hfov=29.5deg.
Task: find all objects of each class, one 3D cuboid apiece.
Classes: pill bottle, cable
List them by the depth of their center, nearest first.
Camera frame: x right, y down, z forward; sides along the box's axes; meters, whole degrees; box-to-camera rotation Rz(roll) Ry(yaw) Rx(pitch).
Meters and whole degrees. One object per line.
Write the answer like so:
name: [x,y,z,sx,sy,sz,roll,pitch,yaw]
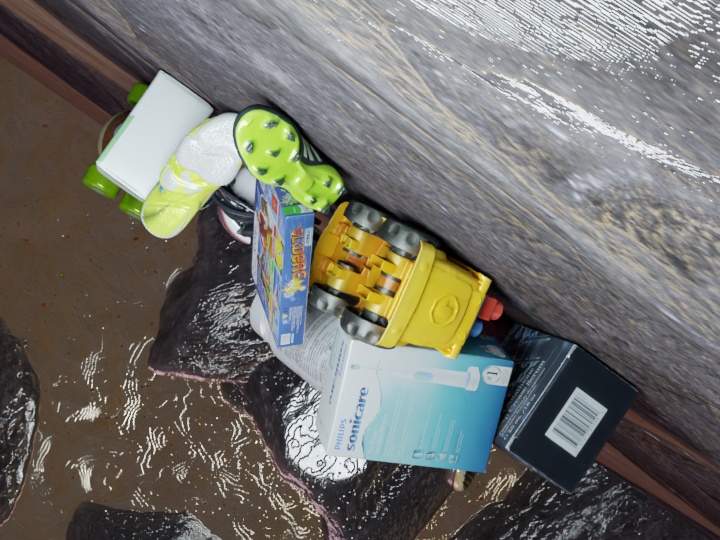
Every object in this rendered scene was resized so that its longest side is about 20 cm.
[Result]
cable: [-0.122,-0.107,1.692,0.200,0.051,0.164,-11,107,58]
pill bottle: [-0.045,0.088,1.739,0.200,0.114,0.113,35,177,39]
pill bottle: [-0.141,-0.090,1.888,0.113,0.113,0.200,35,176,-9]

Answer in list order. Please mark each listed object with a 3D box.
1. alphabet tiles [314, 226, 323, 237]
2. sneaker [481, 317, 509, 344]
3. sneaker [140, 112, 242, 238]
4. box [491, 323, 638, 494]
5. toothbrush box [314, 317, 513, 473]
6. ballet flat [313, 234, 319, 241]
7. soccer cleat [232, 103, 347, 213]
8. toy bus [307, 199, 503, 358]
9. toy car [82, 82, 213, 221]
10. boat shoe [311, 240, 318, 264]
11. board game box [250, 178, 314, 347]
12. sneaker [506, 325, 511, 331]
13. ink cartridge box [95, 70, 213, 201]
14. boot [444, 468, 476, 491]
alphabet tiles: [0.000,0.000,1.806,0.195,0.015,0.200,37,171,-4]
sneaker: [0.113,0.095,1.784,0.199,0.087,0.074,1,-125,-42]
sneaker: [-0.191,-0.129,1.657,0.076,0.200,0.105,44,-152,-8]
box: [0.223,0.164,1.675,0.107,0.149,0.200,35,176,-14]
toothbrush box: [0.060,0.145,1.599,0.199,0.147,0.085,7,-163,-15]
ballet flat: [-0.024,0.015,1.777,0.200,0.046,0.067,43,168,-33]
soccer cleat: [-0.085,-0.123,1.421,0.081,0.068,0.200,47,-176,33]
toy bus: [0.060,0.017,1.564,0.192,0.136,0.200,18,-172,-34]
toy car: [-0.260,-0.150,1.927,0.200,0.165,0.158,19,167,40]
boat shoe: [0.001,0.009,1.668,0.199,0.075,0.068,24,150,-3]
board game box: [-0.093,-0.029,1.582,0.136,0.034,0.200,-114,22,-44]
sneaker: [0.208,0.140,1.871,0.200,0.100,0.078,34,176,10]
ink cartridge box: [-0.270,-0.169,1.774,0.087,0.146,0.200,35,176,-8]
boot: [0.080,0.195,1.824,0.166,0.201,0.072,1,153,16]
